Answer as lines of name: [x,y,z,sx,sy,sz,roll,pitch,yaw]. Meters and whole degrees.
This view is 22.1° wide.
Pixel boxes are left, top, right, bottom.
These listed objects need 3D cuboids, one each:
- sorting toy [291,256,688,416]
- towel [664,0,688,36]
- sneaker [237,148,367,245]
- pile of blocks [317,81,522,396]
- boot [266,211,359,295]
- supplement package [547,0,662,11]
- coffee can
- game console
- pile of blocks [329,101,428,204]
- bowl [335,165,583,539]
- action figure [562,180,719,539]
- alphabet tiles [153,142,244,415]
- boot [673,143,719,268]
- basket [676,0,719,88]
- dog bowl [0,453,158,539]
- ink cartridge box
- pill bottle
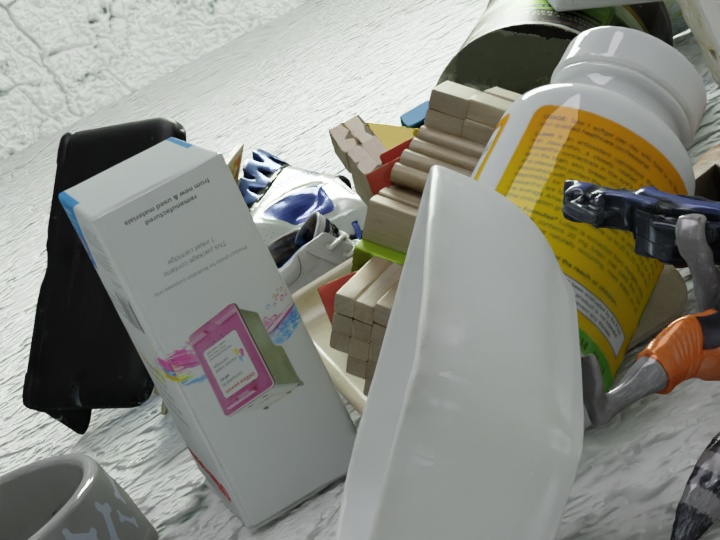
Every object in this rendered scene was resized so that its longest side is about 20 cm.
sorting toy: [0.063,0.015,1.053,0.185,0.037,0.200,-32,32,-9]
towel: [0.277,-0.245,1.480,0.199,0.048,0.171,-28,-9,24]
sneaker: [-0.044,-0.012,1.341,0.114,0.081,0.200,5,45,12]
pile of blocks: [0.027,-0.024,1.001,0.062,0.082,0.201,20,58,18]
boot: [0.000,0.000,1.213,0.200,0.096,0.073,-35,16,-22]
supplement package: [0.215,-0.249,1.236,0.199,0.110,0.114,-6,24,-5]
coffee can: [0.139,-0.132,1.303,0.146,0.147,0.200,-22,17,23]
game console: [-0.166,0.009,1.312,0.175,0.201,0.116,-6,-17,39]
pile of blocks: [0.080,-0.063,1.206,0.199,0.062,0.082,14,61,18]
bowl: [0.038,0.078,0.753,0.074,0.201,0.200,13,28,-4]
action figure: [0.166,0.027,0.815,0.199,0.105,0.193,14,34,33]
alphabet tiles: [-0.114,0.004,1.339,0.006,0.167,0.200,13,24,6]
boot: [0.258,-0.061,0.994,0.154,0.074,0.200,-31,17,-26]
basket: [0.262,-0.188,1.136,0.135,0.201,0.123,-28,19,3]
dog bowl: [-0.220,0.181,1.092,0.199,0.059,0.200,-27,15,8]
ink cartridge box: [-0.087,0.033,1.068,0.084,0.201,0.144,-27,15,-11]
pill bottle: [0.107,-0.025,0.951,0.111,0.111,0.201,-9,45,52]
